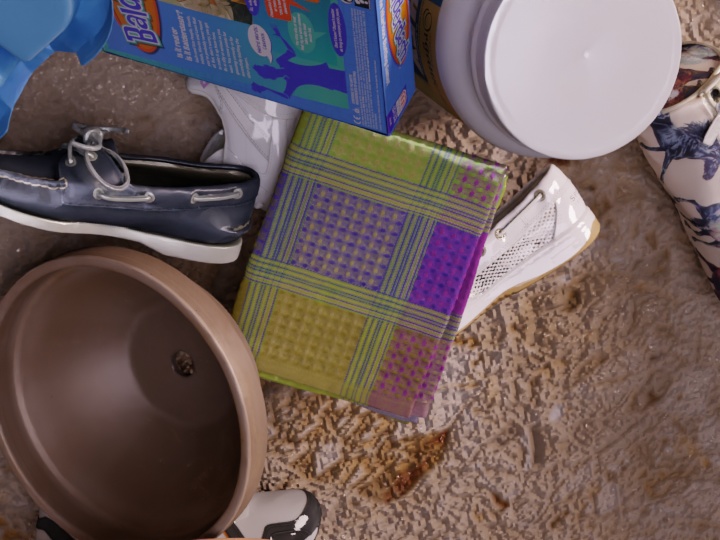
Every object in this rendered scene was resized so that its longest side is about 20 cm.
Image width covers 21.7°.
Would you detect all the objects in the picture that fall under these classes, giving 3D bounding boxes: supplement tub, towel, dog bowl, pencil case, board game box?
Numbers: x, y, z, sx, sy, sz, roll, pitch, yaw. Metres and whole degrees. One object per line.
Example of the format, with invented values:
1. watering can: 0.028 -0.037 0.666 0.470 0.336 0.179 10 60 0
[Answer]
1. supplement tub: 0.101 -0.152 1.148 0.143 0.200 0.146 -5 108 -14
2. towel: 0.000 0.000 1.192 0.142 0.023 0.202 17 116 -4
3. dog bowl: -0.222 -0.147 1.092 0.111 0.050 0.199 37 128 -27
4. pencil case: 0.250 -0.055 1.284 0.077 0.089 0.201 -33 114 -4
5. board game box: -0.069 -0.168 1.084 0.198 0.045 0.153 18 146 17

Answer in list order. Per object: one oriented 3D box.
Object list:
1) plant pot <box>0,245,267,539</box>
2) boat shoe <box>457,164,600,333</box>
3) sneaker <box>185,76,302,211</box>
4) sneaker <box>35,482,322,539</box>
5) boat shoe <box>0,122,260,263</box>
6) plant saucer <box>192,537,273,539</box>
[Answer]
1. plant pot: -0.134 0.074 1.191 0.199 0.093 0.203 9 111 25
2. boat shoe: 0.062 -0.001 1.263 0.199 0.071 0.070 -34 101 -2
3. sneaker: -0.044 -0.063 1.217 0.099 0.075 0.201 -22 111 10
4. sneaker: -0.122 0.170 1.259 0.198 0.074 0.081 -9 108 -13
5. boat shoe: -0.154 -0.053 1.134 0.198 0.075 0.062 13 111 -22
6. plant saucer: -0.120 0.219 1.211 0.198 0.201 0.033 -4 64 -15
